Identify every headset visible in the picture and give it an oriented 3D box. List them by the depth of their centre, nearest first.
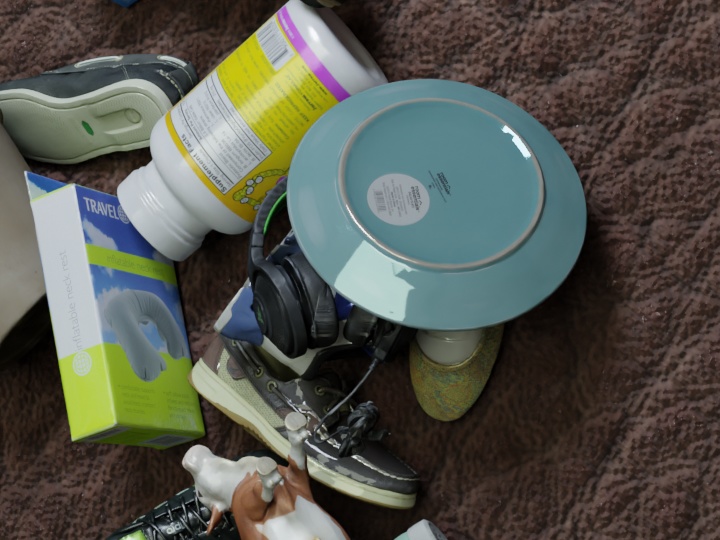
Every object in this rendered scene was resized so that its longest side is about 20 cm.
[{"bbox_3d":[-0.009,0.019,1.093,0.122,0.094,0.202,2,68,-9],"label":"headset"}]

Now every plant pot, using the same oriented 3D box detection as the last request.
[{"bbox_3d":[-0.303,-0.020,1.280,0.173,0.200,0.200,42,99,5],"label":"plant pot"}]

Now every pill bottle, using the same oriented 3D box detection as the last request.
[{"bbox_3d":[-0.080,-0.098,1.229,0.200,0.104,0.105,-40,68,13],"label":"pill bottle"}]

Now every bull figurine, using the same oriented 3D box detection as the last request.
[{"bbox_3d":[-0.044,0.171,1.112,0.065,0.122,0.200,-26,61,-27],"label":"bull figurine"}]

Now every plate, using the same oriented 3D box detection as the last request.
[{"bbox_3d":[0.051,-0.052,1.103,0.197,0.026,0.202,3,57,-5],"label":"plate"}]

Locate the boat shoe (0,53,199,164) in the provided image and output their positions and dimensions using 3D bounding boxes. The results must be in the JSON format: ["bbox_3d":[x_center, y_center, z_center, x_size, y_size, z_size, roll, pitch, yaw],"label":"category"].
[{"bbox_3d":[-0.215,-0.130,1.328,0.198,0.072,0.068,-3,42,30],"label":"boat shoe"}]

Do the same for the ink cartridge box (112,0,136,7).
[{"bbox_3d":[-0.150,-0.324,1.310,0.199,0.084,0.147,-32,71,15],"label":"ink cartridge box"}]

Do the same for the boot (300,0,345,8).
[{"bbox_3d":[-0.099,-0.241,1.209,0.138,0.077,0.201,-34,67,19],"label":"boot"}]

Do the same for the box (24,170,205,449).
[{"bbox_3d":[-0.178,0.025,1.241,0.047,0.122,0.202,-19,74,23],"label":"box"}]

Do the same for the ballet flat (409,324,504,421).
[{"bbox_3d":[0.072,0.002,1.165,0.070,0.071,0.202,18,89,25],"label":"ballet flat"}]

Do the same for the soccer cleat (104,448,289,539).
[{"bbox_3d":[-0.131,0.193,1.214,0.199,0.081,0.068,-35,69,15],"label":"soccer cleat"}]

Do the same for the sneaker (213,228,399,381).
[{"bbox_3d":[0.000,0.001,1.189,0.115,0.081,0.200,40,73,-3],"label":"sneaker"}]

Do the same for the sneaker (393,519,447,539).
[{"bbox_3d":[0.050,0.279,1.121,0.118,0.074,0.201,-37,59,7],"label":"sneaker"}]

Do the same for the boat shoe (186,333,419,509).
[{"bbox_3d":[-0.037,0.098,1.193,0.199,0.073,0.065,29,98,25],"label":"boat shoe"}]
